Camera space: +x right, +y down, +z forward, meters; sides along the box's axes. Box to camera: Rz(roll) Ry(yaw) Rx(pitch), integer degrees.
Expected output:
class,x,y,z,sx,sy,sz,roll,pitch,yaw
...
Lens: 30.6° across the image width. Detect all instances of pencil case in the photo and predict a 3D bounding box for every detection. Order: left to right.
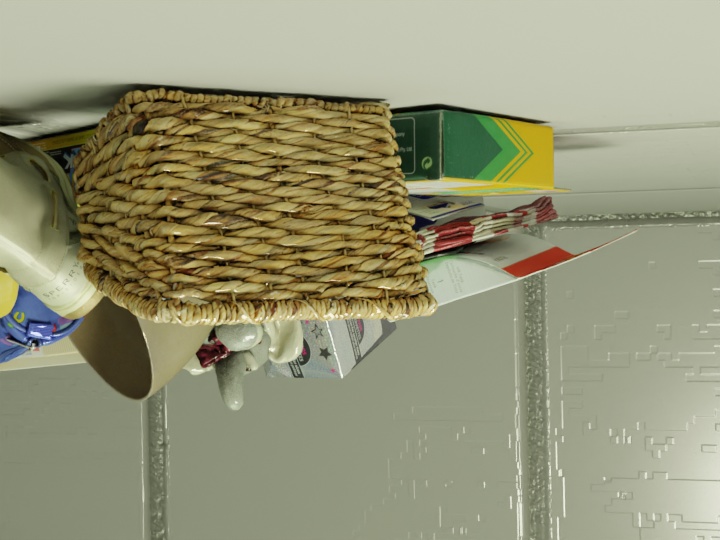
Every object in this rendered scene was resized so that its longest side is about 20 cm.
class,x,y,z,sx,sy,sz,roll,pitch,yaw
pencil case,-0.310,0.038,1.190,0.078,0.088,0.200,19,162,-26

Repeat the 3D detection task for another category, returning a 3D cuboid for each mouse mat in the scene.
class,x,y,z,sx,sy,sz,roll,pitch,yaw
mouse mat,0.000,0.000,1.170,0.198,0.008,0.161,-13,-178,13

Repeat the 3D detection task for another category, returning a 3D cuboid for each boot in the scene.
class,x,y,z,sx,sy,sz,roll,pitch,yaw
boot,-0.258,-0.063,0.858,0.200,0.072,0.155,45,-177,39

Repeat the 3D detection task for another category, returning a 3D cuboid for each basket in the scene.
class,x,y,z,sx,sy,sz,roll,pitch,yaw
basket,-0.075,-0.017,0.839,0.199,0.150,0.143,-2,161,-34

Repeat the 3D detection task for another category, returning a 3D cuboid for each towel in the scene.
class,x,y,z,sx,sy,sz,roll,pitch,yaw
towel,0.061,-0.029,1.150,0.143,0.023,0.199,-13,-178,44

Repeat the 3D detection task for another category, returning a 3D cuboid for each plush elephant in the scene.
class,x,y,z,sx,sy,sz,roll,pitch,yaw
plush elephant,-0.146,0.067,1.367,0.163,0.156,0.201,-15,-145,14

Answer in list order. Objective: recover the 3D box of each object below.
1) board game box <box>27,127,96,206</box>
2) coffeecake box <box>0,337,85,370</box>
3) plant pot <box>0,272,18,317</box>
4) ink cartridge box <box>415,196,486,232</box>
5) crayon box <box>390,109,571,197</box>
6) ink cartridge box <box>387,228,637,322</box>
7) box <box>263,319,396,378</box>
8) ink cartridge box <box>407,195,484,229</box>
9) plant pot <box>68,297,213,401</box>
class,x,y,z,sx,sy,sz,roll,pitch,yaw
board game box,-0.151,-0.079,1.036,0.164,0.057,0.199,0,179,-38
coffeecake box,-0.294,0.043,1.438,0.152,0.074,0.200,-6,-169,15
plant pot,-0.367,-0.010,0.981,0.188,0.203,0.200,-14,-173,-34
ink cartridge box,0.008,-0.055,1.318,0.198,0.085,0.144,-12,-176,-24
crayon box,0.061,-0.086,0.998,0.125,0.052,0.199,-1,180,35
ink cartridge box,0.131,-0.014,1.178,0.199,0.051,0.162,-23,178,27
box,-0.056,0.005,1.471,0.114,0.202,0.132,-3,-158,34
ink cartridge box,-0.002,-0.062,1.136,0.199,0.037,0.094,15,-162,29
plant pot,-0.196,-0.002,1.204,0.134,0.202,0.200,-32,-163,-30
